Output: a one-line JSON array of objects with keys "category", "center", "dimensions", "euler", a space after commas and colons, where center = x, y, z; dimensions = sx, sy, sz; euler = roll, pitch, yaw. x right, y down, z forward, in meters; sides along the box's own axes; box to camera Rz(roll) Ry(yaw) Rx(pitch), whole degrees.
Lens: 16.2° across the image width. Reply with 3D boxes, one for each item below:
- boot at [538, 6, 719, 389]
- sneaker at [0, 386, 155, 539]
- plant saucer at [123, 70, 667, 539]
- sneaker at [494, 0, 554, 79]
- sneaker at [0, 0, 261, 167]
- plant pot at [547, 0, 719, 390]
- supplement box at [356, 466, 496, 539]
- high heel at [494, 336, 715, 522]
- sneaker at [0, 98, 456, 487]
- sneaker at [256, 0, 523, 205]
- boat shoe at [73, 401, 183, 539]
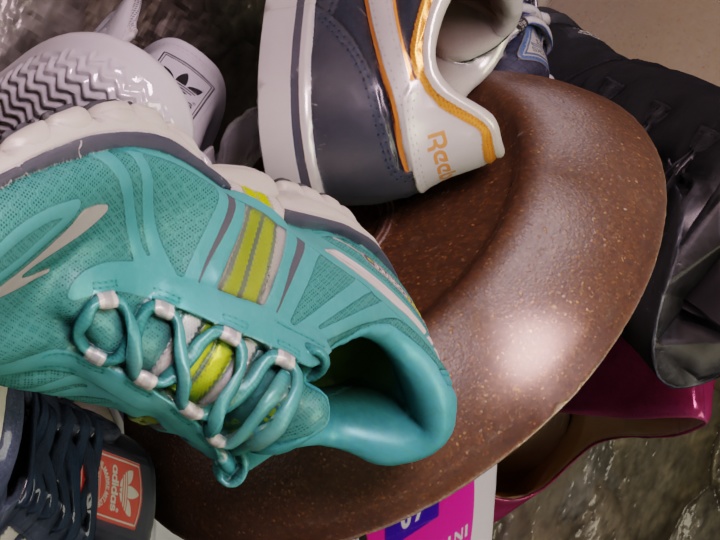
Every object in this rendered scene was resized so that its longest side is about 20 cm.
[{"category": "boot", "center": [0.079, 0.000, 0.911], "dimensions": [0.065, 0.200, 0.166], "euler": [19, 100, -30]}, {"category": "sneaker", "center": [-0.098, 0.059, 0.744], "dimensions": [0.200, 0.084, 0.075], "euler": [137, -39, -73]}, {"category": "plant saucer", "center": [0.000, 0.000, 0.801], "dimensions": [0.201, 0.200, 0.037], "euler": [-50, 125, -21]}, {"category": "sneaker", "center": [0.041, -0.091, 0.918], "dimensions": [0.077, 0.085, 0.201], "euler": [17, 95, -55]}, {"category": "sneaker", "center": [-0.073, -0.041, 0.762], "dimensions": [0.115, 0.075, 0.200], "euler": [-55, -179, -28]}, {"category": "plant pot", "center": [0.179, -0.021, 1.040], "dimensions": [0.187, 0.199, 0.188], "euler": [-29, 131, -39]}, {"category": "supplement box", "center": [-0.019, 0.133, 0.959], "dimensions": [0.101, 0.103, 0.201], "euler": [-29, 133, -41]}, {"category": "high heel", "center": [0.080, 0.071, 1.004], "dimensions": [0.067, 0.096, 0.200], "euler": [12, 137, -28]}, {"category": "sneaker", "center": [-0.042, 0.012, 0.642], "dimensions": [0.199, 0.080, 0.078], "euler": [9, 126, -52]}, {"category": "sneaker", "center": [0.011, -0.111, 0.801], "dimensions": [0.079, 0.079, 0.201], "euler": [65, 22, -64]}, {"category": "boat shoe", "center": [-0.098, 0.131, 0.898], "dimensions": [0.062, 0.072, 0.201], "euler": [-8, 115, -23]}]
